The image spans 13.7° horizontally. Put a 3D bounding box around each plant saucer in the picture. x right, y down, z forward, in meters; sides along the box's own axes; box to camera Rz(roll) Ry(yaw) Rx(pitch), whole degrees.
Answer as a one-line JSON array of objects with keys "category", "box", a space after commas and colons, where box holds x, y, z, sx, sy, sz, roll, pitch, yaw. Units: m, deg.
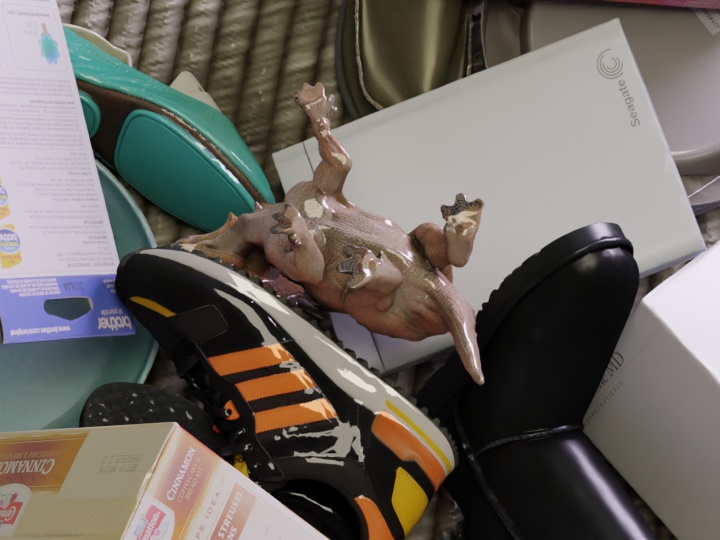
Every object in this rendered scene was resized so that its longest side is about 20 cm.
[{"category": "plant saucer", "box": [-0.202, 0.018, 1.566, 0.199, 0.036, 0.201, 3, 68, -7]}]

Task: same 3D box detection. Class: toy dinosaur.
[{"category": "toy dinosaur", "box": [0.000, 0.000, 1.517, 0.199, 0.136, 0.086, 33, 64, 20]}]

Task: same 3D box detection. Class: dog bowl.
[{"category": "dog bowl", "box": [0.158, -0.118, 1.665, 0.199, 0.059, 0.201, 3, 69, -8]}]

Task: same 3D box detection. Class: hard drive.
[{"category": "hard drive", "box": [0.067, -0.036, 1.591, 0.199, 0.027, 0.133, -21, 81, 5]}]

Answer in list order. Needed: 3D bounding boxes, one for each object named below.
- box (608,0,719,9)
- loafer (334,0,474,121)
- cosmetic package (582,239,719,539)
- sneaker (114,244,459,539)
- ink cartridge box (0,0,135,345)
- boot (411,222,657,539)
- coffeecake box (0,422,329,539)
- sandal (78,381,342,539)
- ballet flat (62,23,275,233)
[{"category": "box", "box": [0.133, -0.207, 1.607, 0.199, 0.095, 0.103, 2, 67, -13]}, {"category": "loafer", "box": [0.025, -0.159, 1.653, 0.075, 0.070, 0.201, -1, 69, -9]}, {"category": "cosmetic package", "box": [0.209, 0.097, 1.554, 0.200, 0.113, 0.081, 46, 51, 10]}, {"category": "sneaker", "box": [-0.051, 0.069, 1.506, 0.200, 0.070, 0.090, 35, 68, -1]}, {"category": "ink cartridge box", "box": [-0.180, -0.058, 1.508, 0.042, 0.119, 0.201, -20, 82, 28]}, {"category": "boot", "box": [0.106, 0.094, 1.507, 0.073, 0.198, 0.163, -5, 56, -40]}, {"category": "coffeecake box", "box": [-0.077, 0.155, 1.424, 0.200, 0.153, 0.073, 39, 63, -31]}, {"category": "sandal", "box": [-0.067, 0.134, 1.537, 0.200, 0.048, 0.076, 37, 54, -9]}, {"category": "ballet flat", "box": [-0.123, -0.089, 1.608, 0.199, 0.067, 0.071, 28, 49, 0]}]
